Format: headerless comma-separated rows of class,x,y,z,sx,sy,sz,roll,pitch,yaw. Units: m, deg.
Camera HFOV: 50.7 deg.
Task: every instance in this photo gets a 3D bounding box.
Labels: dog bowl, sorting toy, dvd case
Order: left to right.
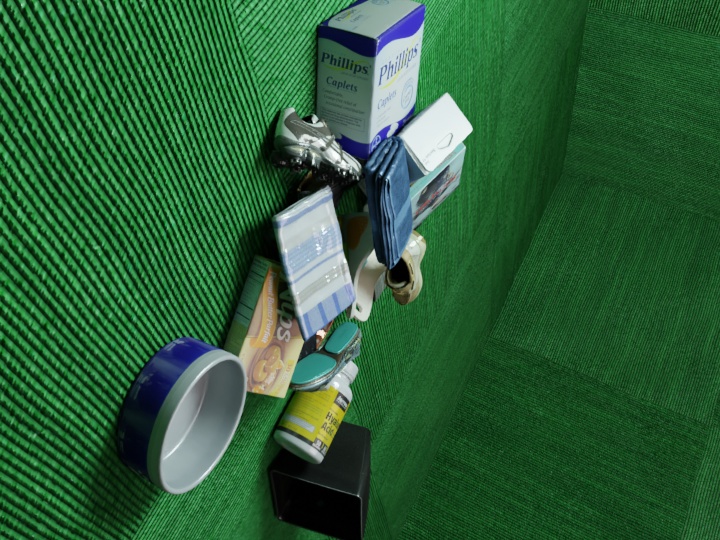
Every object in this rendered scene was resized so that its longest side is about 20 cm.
dog bowl,-0.245,0.200,1.064,0.201,0.077,0.203,-54,155,-39
sorting toy,0.000,0.000,1.399,0.200,0.104,0.186,29,65,-76
dvd case,0.136,-0.152,1.428,0.146,0.022,0.200,-44,169,-8

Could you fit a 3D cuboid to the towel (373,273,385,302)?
towel,0.061,-0.055,1.715,0.195,0.034,0.202,-57,159,-26

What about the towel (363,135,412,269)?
towel,0.053,-0.112,1.264,0.203,0.047,0.113,80,29,-42

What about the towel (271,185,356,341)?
towel,-0.068,-0.014,1.181,0.146,0.023,0.205,-35,119,-49

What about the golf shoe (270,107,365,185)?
golf shoe,-0.055,-0.188,1.162,0.198,0.076,0.097,14,72,-56

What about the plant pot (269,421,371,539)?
plant pot,-0.065,0.429,1.616,0.203,0.194,0.180,89,18,-45

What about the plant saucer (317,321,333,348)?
plant saucer,-0.091,0.066,1.414,0.201,0.032,0.204,-52,153,-40

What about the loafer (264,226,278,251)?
loafer,-0.088,-0.036,1.254,0.200,0.061,0.074,40,51,-61

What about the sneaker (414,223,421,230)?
sneaker,0.080,-0.101,1.599,0.203,0.090,0.076,-61,-168,-19

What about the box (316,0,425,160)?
box,0.016,-0.317,1.232,0.184,0.103,0.204,-49,151,-46

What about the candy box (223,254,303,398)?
candy box,-0.143,0.090,1.202,0.114,0.055,0.205,18,91,-42

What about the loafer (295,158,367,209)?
loafer,-0.043,-0.168,1.268,0.202,0.071,0.073,-60,154,-28

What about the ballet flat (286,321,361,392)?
ballet flat,-0.057,0.167,1.306,0.199,0.073,0.076,-38,144,-46

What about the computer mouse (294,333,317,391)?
computer mouse,-0.092,0.100,1.334,0.139,0.045,0.206,-17,113,-56

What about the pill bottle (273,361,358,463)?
pill bottle,-0.082,0.267,1.509,0.203,0.109,0.112,-63,159,-21

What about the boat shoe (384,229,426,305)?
boat shoe,0.075,0.005,1.429,0.066,0.073,0.202,-44,153,-29

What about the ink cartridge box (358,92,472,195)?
ink cartridge box,0.088,-0.215,1.362,0.147,0.084,0.199,-45,-169,-27

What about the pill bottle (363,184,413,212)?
pill bottle,0.083,-0.181,1.527,0.202,0.107,0.110,-59,158,-27
